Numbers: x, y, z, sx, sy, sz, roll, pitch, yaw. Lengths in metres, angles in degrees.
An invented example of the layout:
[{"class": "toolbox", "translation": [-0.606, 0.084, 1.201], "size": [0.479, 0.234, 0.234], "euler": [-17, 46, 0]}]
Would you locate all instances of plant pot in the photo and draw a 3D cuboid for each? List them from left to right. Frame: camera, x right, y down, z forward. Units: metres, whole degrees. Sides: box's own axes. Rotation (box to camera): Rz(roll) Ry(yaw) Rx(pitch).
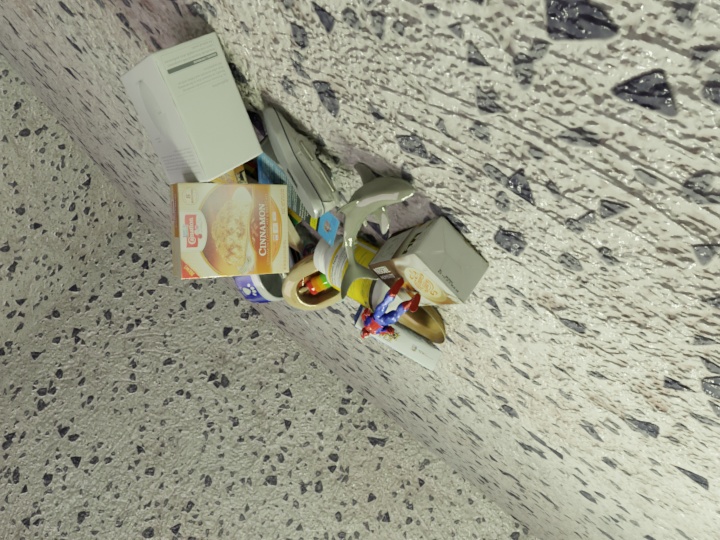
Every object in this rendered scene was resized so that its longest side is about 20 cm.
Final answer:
[{"class": "plant pot", "translation": [0.113, 0.086, 1.243], "size": [0.198, 0.028, 0.201], "euler": [37, 164, 12]}]

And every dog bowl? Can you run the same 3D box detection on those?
[{"class": "dog bowl", "translation": [-0.250, -0.020, 1.468], "size": [0.076, 0.205, 0.202], "euler": [-10, 138, 24]}]

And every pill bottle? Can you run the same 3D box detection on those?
[{"class": "pill bottle", "translation": [0.000, 0.000, 1.126], "size": [0.197, 0.113, 0.113], "euler": [29, 161, 35]}]

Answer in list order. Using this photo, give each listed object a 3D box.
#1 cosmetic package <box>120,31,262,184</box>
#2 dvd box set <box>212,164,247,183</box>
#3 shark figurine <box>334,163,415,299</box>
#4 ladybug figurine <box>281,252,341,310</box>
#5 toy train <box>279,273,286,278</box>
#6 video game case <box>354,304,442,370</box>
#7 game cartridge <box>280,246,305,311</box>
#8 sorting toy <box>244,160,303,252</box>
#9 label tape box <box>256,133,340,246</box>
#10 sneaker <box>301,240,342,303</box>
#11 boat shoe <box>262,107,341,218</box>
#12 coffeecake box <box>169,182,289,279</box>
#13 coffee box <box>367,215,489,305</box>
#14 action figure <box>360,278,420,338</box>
[{"class": "cosmetic package", "translation": [-0.290, -0.268, 0.967], "size": [0.197, 0.121, 0.206], "euler": [10, 125, 53]}, {"class": "dvd box set", "translation": [-0.292, -0.267, 1.121], "size": [0.144, 0.029, 0.206], "euler": [25, 134, 42]}, {"class": "shark figurine", "translation": [-0.011, -0.073, 0.884], "size": [0.128, 0.088, 0.218], "euler": [43, 129, 22]}, {"class": "ladybug figurine", "translation": [-0.089, 0.013, 1.289], "size": [0.073, 0.194, 0.138], "euler": [-98, -17, -55]}, {"class": "toy train", "translation": [-0.217, -0.083, 1.249], "size": [0.200, 0.055, 0.152], "euler": [44, 163, 22]}, {"class": "video game case", "translation": [0.071, 0.133, 1.180], "size": [0.177, 0.047, 0.200], "euler": [28, 180, -1]}, {"class": "game cartridge", "translation": [-0.170, -0.001, 1.399], "size": [0.132, 0.040, 0.207], "euler": [-14, 92, 63]}, {"class": "sorting toy", "translation": [-0.213, -0.163, 1.265], "size": [0.196, 0.070, 0.202], "euler": [31, 161, 29]}, {"class": "label tape box", "translation": [-0.101, -0.153, 1.050], "size": [0.199, 0.064, 0.144], "euler": [41, 163, 3]}, {"class": "sneaker", "translation": [-0.071, 0.020, 1.397], "size": [0.138, 0.078, 0.201], "euler": [20, 154, 52]}, {"class": "boat shoe", "translation": [-0.098, -0.190, 0.946], "size": [0.204, 0.064, 0.072], "euler": [60, 164, 11]}, {"class": "coffeecake box", "translation": [-0.229, -0.072, 0.992], "size": [0.072, 0.194, 0.160], "euler": [7, 100, 59]}, {"class": "coffee box", "translation": [0.104, -0.008, 0.927], "size": [0.114, 0.080, 0.199], "euler": [44, 163, -13]}, {"class": "action figure", "translation": [0.039, 0.081, 0.992], "size": [0.065, 0.052, 0.200], "euler": [34, 151, -3]}]
